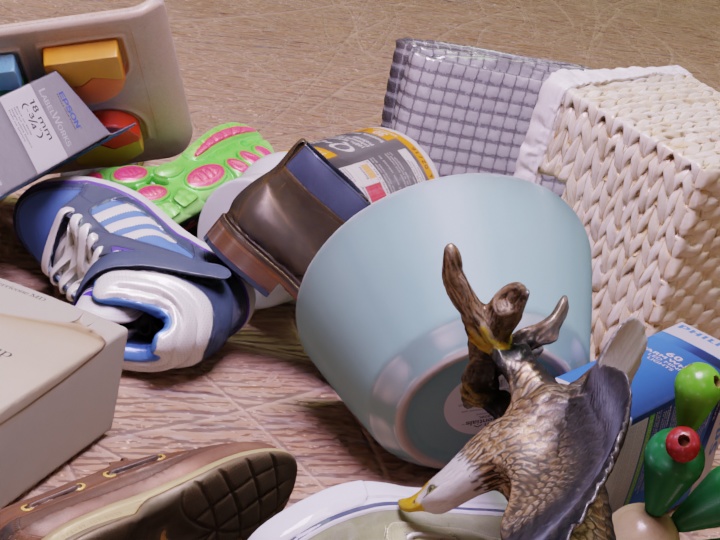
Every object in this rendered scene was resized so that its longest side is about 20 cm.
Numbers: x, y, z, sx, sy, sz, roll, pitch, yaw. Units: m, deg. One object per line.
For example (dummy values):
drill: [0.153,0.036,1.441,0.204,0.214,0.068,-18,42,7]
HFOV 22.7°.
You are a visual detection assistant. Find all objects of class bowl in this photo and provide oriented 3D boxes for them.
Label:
bowl: [0.065,0.049,1.124,0.199,0.202,0.106,5,41,-21]

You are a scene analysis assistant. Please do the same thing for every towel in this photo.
towel: [0.111,-0.106,1.545,0.198,0.168,0.086,7,16,-18]

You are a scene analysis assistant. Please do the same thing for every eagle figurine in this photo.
eagle figurine: [0.092,0.110,0.926,0.151,0.151,0.201,24,31,-38]

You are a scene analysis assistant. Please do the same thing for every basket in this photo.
basket: [0.227,-0.039,1.402,0.160,0.200,0.199,32,27,35]

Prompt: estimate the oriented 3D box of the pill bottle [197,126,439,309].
pill bottle: [-0.029,-0.039,1.351,0.116,0.118,0.199,24,23,25]

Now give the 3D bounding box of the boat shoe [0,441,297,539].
boat shoe: [-0.114,0.125,0.945,0.067,0.073,0.199,30,29,32]

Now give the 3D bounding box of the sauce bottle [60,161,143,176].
sauce bottle: [-0.207,-0.110,1.495,0.064,0.065,0.200,12,20,-5]

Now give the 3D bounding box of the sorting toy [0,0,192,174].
sorting toy: [-0.227,-0.118,1.307,0.198,0.186,0.037,-12,61,-4]

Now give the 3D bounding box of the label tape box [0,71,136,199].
label tape box: [-0.266,-0.076,1.249,0.143,0.064,0.200,-24,9,25]

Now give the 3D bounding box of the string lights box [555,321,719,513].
string lights box: [0.167,0.107,1.122,0.059,0.104,0.199,27,24,28]

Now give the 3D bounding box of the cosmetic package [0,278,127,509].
cosmetic package: [-0.222,0.077,0.998,0.103,0.074,0.200,19,22,14]

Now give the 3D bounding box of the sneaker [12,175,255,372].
sneaker: [-0.177,0.002,1.202,0.198,0.081,0.146,26,19,15]

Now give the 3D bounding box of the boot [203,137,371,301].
boot: [0.000,0.000,1.218,0.199,0.097,0.075,35,9,-16]

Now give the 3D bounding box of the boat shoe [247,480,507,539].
boat shoe: [0.025,0.155,0.961,0.198,0.073,0.062,-3,32,-39]

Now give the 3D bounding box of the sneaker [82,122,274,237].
sneaker: [-0.148,-0.043,1.358,0.199,0.084,0.077,-22,56,-32]

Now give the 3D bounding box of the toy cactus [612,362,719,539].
toy cactus: [0.196,0.147,1.019,0.164,0.201,0.103,-28,44,4]
